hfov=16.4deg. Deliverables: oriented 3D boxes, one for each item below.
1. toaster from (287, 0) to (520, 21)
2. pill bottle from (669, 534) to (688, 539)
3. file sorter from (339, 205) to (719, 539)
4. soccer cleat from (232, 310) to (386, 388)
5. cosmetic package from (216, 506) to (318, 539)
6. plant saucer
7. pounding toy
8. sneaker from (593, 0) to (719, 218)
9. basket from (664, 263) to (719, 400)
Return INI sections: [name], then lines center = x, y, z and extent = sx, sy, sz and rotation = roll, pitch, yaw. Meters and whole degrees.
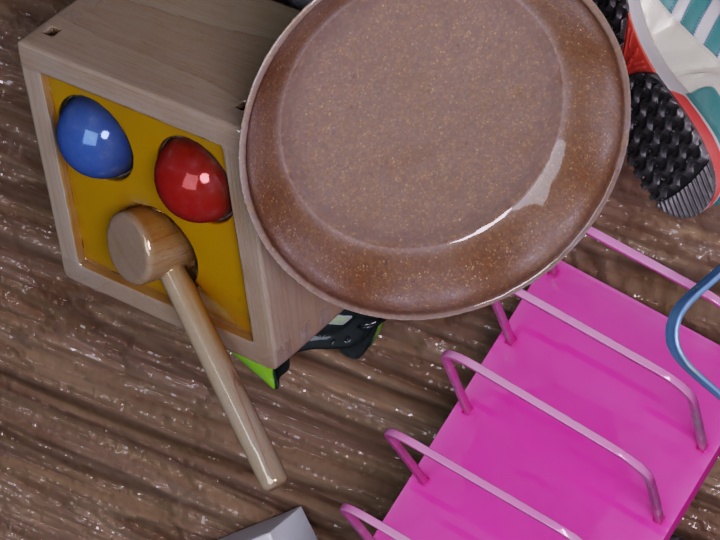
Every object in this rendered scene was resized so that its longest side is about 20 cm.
[toaster]
center = 0.029, -0.180, 1.302
extent = 0.200, 0.113, 0.129
rotation = 53, 139, 15
[pill bottle]
center = 0.145, 0.196, 1.382
extent = 0.199, 0.116, 0.116
rotation = 21, 114, 19
[file sorter]
center = 0.099, 0.087, 1.303
extent = 0.139, 0.125, 0.201
rotation = 29, 78, 21
[soccer cleat]
center = 0.000, 0.000, 1.427
extent = 0.199, 0.068, 0.081
rotation = -31, 109, 31
[cosmetic package]
center = -0.089, 0.251, 1.552
extent = 0.199, 0.052, 0.151
rotation = -24, 97, 30
[plant saucer]
center = 0.034, -0.072, 1.228
extent = 0.199, 0.037, 0.202
rotation = -6, 119, -12
[pounding toy]
center = -0.081, -0.027, 1.318
extent = 0.183, 0.142, 0.201
rotation = 22, 136, 32
[sneaker]
center = 0.168, -0.121, 1.302
extent = 0.070, 0.093, 0.201
rotation = -55, 51, 52
[basket]
center = 0.272, 0.037, 1.236
extent = 0.200, 0.139, 0.176
rotation = 45, 85, -5
